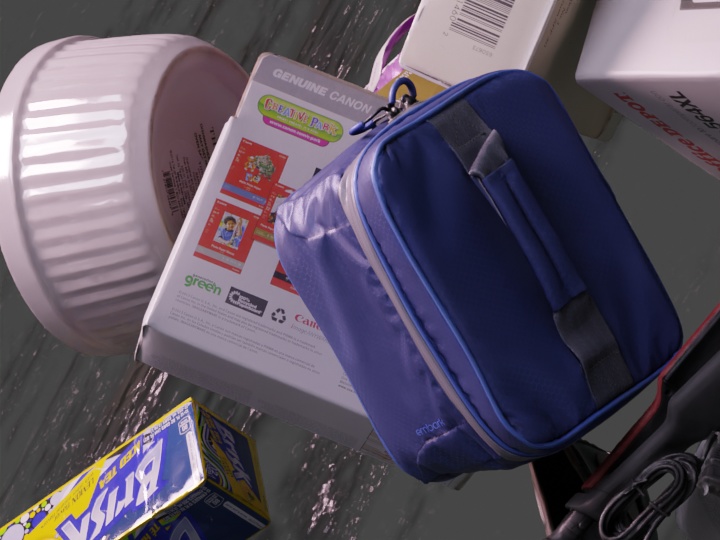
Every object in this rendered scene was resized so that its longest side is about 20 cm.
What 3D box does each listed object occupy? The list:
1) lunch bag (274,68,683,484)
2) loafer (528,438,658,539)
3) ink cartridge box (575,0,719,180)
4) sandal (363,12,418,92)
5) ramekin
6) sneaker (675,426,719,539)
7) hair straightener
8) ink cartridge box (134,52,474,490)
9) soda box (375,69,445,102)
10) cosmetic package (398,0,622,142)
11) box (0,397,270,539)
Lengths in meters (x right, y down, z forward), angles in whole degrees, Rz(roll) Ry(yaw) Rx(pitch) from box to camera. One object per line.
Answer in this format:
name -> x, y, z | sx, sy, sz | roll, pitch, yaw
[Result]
lunch bag -> 0.061, -0.005, 1.429 | 0.136, 0.201, 0.132 | -34, 5, -33
loafer -> 0.126, 0.166, 1.445 | 0.072, 0.063, 0.200 | -37, 43, 19
ink cartridge box -> 0.235, -0.105, 1.468 | 0.199, 0.146, 0.085 | 3, 70, 46
sandal -> 0.039, -0.128, 1.747 | 0.203, 0.050, 0.082 | -48, 40, 4
ramekin -> -0.128, -0.051, 1.751 | 0.105, 0.200, 0.201 | -8, 57, 29
sneaker -> 0.217, 0.045, 1.449 | 0.200, 0.071, 0.099 | -56, 24, 8
hair straightener -> 0.150, 0.087, 1.387 | 0.200, 0.041, 0.077 | -46, 27, 15
ink cartridge box -> 0.000, 0.000, 1.579 | 0.084, 0.199, 0.176 | 117, 175, -72
soda box -> -0.004, -0.039, 1.675 | 0.200, 0.064, 0.068 | -40, 35, -7
cosmetic package -> 0.100, -0.136, 1.562 | 0.073, 0.200, 0.104 | 25, 98, 20
box -> -0.151, 0.164, 1.713 | 0.200, 0.064, 0.070 | -35, 43, 21
